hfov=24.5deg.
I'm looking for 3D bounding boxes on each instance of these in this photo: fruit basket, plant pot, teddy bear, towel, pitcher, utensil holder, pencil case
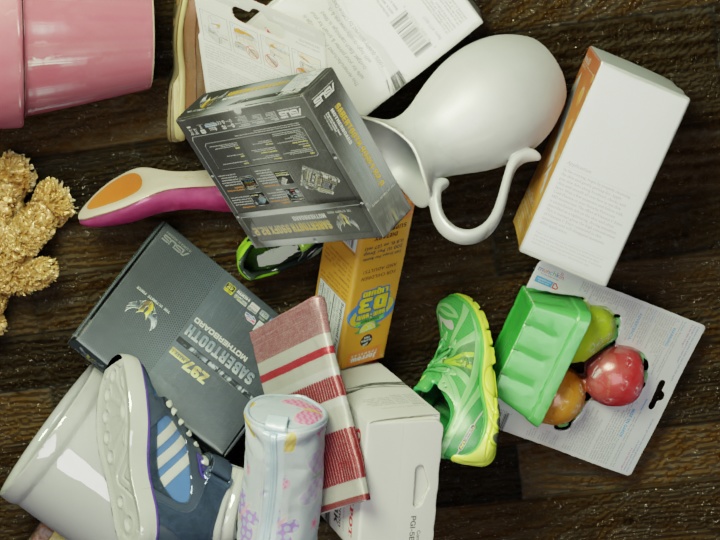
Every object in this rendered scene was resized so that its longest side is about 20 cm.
[{"bbox_3d":[0.235,0.102,1.735,0.198,0.094,0.187,18,106,-19],"label":"fruit basket"},{"bbox_3d":[-0.294,-0.239,1.612,0.177,0.200,0.202,-2,105,-13],"label":"plant pot"},{"bbox_3d":[-0.378,-0.025,1.724,0.200,0.067,0.145,-40,97,11],"label":"teddy bear"},{"bbox_3d":[-0.048,0.138,1.637,0.023,0.144,0.202,-9,80,-32],"label":"towel"},{"bbox_3d":[0.117,-0.128,1.612,0.199,0.121,0.172,-33,75,-22],"label":"pitcher"},{"bbox_3d":[-0.246,0.221,1.733,0.199,0.170,0.170,37,103,-9],"label":"utensil holder"},{"bbox_3d":[-0.080,0.220,1.601,0.082,0.091,0.202,16,111,25],"label":"pencil case"}]

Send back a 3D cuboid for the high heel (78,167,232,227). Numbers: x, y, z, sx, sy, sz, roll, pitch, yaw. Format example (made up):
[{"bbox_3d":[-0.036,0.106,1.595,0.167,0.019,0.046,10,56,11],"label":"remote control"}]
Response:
[{"bbox_3d":[-0.186,-0.066,1.705,0.198,0.068,0.096,-25,126,-2],"label":"high heel"}]

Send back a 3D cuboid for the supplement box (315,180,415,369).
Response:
[{"bbox_3d":[0.000,0.000,1.675,0.066,0.069,0.202,-15,133,-31],"label":"supplement box"}]

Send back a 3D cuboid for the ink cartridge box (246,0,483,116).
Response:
[{"bbox_3d":[0.001,-0.246,1.642,0.199,0.084,0.146,-37,101,11],"label":"ink cartridge box"}]

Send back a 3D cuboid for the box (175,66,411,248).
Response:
[{"bbox_3d":[-0.065,-0.102,1.564,0.199,0.048,0.159,-4,125,49],"label":"box"}]

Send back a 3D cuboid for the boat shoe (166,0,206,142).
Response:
[{"bbox_3d":[-0.157,-0.225,1.664,0.067,0.072,0.202,3,113,-8],"label":"boat shoe"}]

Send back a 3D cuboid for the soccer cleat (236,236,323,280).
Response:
[{"bbox_3d":[-0.040,-0.047,1.697,0.199,0.081,0.068,-31,102,10],"label":"soccer cleat"}]

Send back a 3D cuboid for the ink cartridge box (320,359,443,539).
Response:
[{"bbox_3d":[0.001,0.182,1.687,0.082,0.200,0.149,-2,106,-23],"label":"ink cartridge box"}]

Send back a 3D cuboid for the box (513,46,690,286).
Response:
[{"bbox_3d":[0.236,-0.106,1.648,0.097,0.124,0.202,22,104,-3],"label":"box"}]

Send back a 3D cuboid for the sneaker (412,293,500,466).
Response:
[{"bbox_3d":[0.093,0.104,1.678,0.083,0.202,0.074,0,141,-6],"label":"sneaker"}]

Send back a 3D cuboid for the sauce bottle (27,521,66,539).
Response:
[{"bbox_3d":[-0.274,0.338,1.815,0.199,0.066,0.066,35,103,-5],"label":"sauce bottle"}]

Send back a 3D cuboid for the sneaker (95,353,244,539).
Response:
[{"bbox_3d":[-0.178,0.184,1.648,0.145,0.080,0.202,4,68,-37],"label":"sneaker"}]

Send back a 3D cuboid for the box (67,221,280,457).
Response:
[{"bbox_3d":[-0.177,0.073,1.711,0.200,0.051,0.158,40,70,-7],"label":"box"}]

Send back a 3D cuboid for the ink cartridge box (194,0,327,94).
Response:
[{"bbox_3d":[-0.078,-0.184,1.573,0.160,0.050,0.201,26,141,25],"label":"ink cartridge box"}]
